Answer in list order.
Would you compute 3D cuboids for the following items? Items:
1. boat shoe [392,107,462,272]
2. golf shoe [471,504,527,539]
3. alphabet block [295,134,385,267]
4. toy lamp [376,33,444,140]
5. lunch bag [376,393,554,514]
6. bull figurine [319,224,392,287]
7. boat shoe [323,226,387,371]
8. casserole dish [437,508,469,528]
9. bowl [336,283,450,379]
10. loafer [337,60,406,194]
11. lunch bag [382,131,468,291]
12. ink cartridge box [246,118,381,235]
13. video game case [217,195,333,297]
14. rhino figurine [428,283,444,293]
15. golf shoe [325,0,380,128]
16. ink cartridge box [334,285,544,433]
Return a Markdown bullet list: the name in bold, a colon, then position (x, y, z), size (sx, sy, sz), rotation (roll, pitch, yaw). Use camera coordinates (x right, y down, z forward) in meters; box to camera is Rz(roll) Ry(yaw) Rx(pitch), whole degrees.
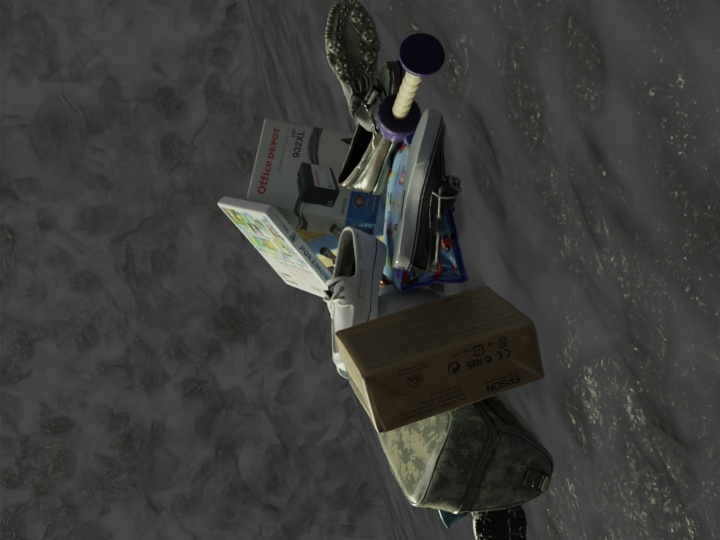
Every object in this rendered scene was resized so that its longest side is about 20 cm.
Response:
- **boat shoe**: position (0.087, -0.093, 1.163), size (0.074, 0.068, 0.199), rotation (-112, 30, -78)
- **golf shoe**: position (0.191, 0.330, 1.399), size (0.094, 0.078, 0.200), rotation (156, 107, -85)
- **alphabet block**: position (-0.070, -0.113, 1.765), size (0.200, 0.196, 0.195), rotation (119, 134, -80)
- **toy lamp**: position (0.054, -0.209, 1.144), size (0.200, 0.058, 0.058), rotation (109, 143, -74)
- **lunch bag**: position (0.130, 0.203, 1.195), size (0.139, 0.168, 0.200), rotation (-69, 22, 14)
- **bull figurine**: position (0.000, 0.000, 1.452), size (0.121, 0.065, 0.200), rotation (39, -178, -37)
- **boat shoe**: position (-0.018, 0.033, 1.236), size (0.074, 0.065, 0.200), rotation (-33, 38, 40)
- **casserole dish**: position (0.116, 0.256, 1.335), size (0.121, 0.039, 0.200), rotation (60, -163, -52)
- **bowl**: position (0.057, 0.075, 1.315), size (0.201, 0.201, 0.090), rotation (90, 169, -66)
- **loafer**: position (0.016, -0.187, 1.289), size (0.072, 0.063, 0.200), rotation (-108, 24, -50)
- **lunch bag**: position (0.072, -0.087, 1.278), size (0.151, 0.094, 0.200), rotation (-132, 35, -78)
- **ink cartridge box**: position (-0.065, -0.140, 1.491), size (0.084, 0.200, 0.145), rotation (99, -178, -73)
- **video game case**: position (-0.119, -0.034, 1.445), size (0.182, 0.022, 0.200), rotation (51, 165, -24)
- **rhino figurine**: position (0.097, 0.055, 1.461), size (0.087, 0.060, 0.200), rotation (53, 165, 37)
- **golf shoe**: position (-0.007, -0.291, 1.383), size (0.097, 0.078, 0.200), rotation (-111, 7, -69)
- **ink cartridge box**: position (0.086, 0.096, 1.106), size (0.165, 0.200, 0.075), rotation (-130, 23, -73)
